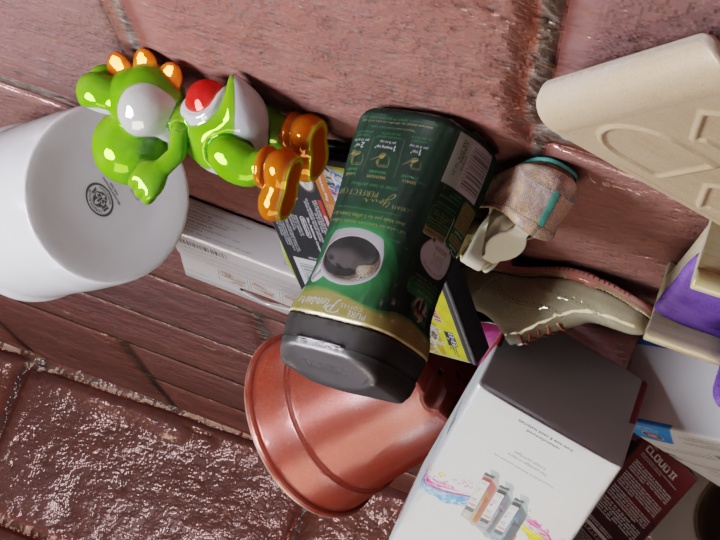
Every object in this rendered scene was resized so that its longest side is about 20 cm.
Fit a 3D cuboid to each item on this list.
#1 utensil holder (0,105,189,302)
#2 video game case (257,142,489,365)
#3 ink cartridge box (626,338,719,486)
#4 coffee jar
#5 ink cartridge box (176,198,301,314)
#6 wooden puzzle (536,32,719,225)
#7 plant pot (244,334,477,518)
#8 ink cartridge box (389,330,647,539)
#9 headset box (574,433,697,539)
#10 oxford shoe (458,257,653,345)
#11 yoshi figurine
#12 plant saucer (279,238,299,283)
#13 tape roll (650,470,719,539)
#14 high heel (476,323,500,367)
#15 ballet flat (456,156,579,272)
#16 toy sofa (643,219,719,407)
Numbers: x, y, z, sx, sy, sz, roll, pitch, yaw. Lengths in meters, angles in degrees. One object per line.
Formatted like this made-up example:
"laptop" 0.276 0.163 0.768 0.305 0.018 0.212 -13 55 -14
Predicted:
"utensil holder" -0.267 -0.060 1.525 0.169 0.172 0.199 27 165 -26
"video game case" 0.004 -0.020 1.382 0.179 0.026 0.201 13 138 39
"ink cartridge box" 0.353 0.146 1.558 0.199 0.085 0.145 31 165 -38
"coffee jar" 0.019 -0.009 1.197 0.103 0.202 0.085 12 165 36
"ink cartridge box" -0.096 -0.002 1.761 0.198 0.045 0.176 21 167 5
"wooden puzzle" 0.225 -0.073 0.975 0.199 0.047 0.185 31 164 -20
"plant pot" 0.020 0.122 1.692 0.194 0.203 0.200 -28 137 34
"ink cartridge box" 0.140 0.172 1.504 0.144 0.146 0.201 29 123 2
"headset box" 0.232 0.232 1.677 0.077 0.200 0.149 46 170 -12
"oxford shoe" 0.161 0.036 1.441 0.198 0.075 0.071 12 165 34
"yoshi figurine" -0.131 -0.096 1.309 0.198 0.113 0.112 21 174 15
"plant saucer" 0.000 0.000 1.466 0.199 0.031 0.201 30 148 21
"tape roll" 0.409 0.267 1.704 0.201 0.205 0.139 12 164 34
"high heel" 0.167 0.109 1.696 0.095 0.068 0.200 -7 153 19
"ballet flat" 0.100 -0.036 1.260 0.067 0.068 0.200 23 167 -10
"toy sofa" 0.261 0.030 1.208 0.082 0.099 0.200 19 168 4
